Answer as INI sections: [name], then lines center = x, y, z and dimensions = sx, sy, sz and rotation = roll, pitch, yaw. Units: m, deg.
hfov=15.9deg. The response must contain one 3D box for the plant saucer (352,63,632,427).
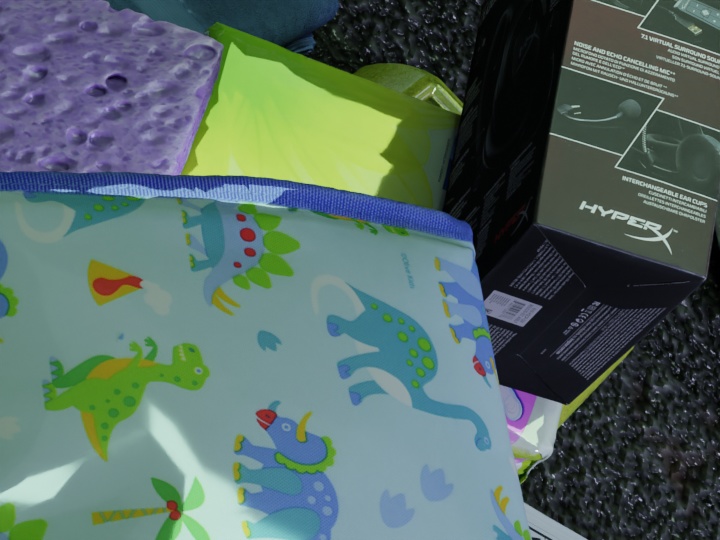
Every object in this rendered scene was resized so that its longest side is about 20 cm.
[plant saucer]
center = 0.037, -0.007, 1.229
dimensions = 0.200, 0.048, 0.200
rotation = 46, 40, 3

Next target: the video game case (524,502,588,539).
[video game case]
center = 0.119, 0.213, 1.102
dimensions = 0.182, 0.022, 0.200
rotation = 31, 40, -30

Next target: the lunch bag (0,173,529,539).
[lunch bag]
center = -0.059, 0.065, 0.758
dimensions = 0.200, 0.127, 0.170
rotation = 12, 52, -36

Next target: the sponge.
[sponge]
center = -0.137, -0.025, 1.043
dimensions = 0.111, 0.030, 0.200
rotation = 17, 61, 1

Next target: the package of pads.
[package of pads]
center = 0.000, 0.000, 1.122
dimensions = 0.200, 0.068, 0.155
rotation = 20, 64, -9

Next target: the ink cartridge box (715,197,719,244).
[ink cartridge box]
center = 0.293, -0.002, 1.409
dimensions = 0.200, 0.067, 0.116
rotation = 16, 47, -30

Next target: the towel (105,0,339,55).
[towel]
center = -0.108, -0.121, 1.207
dimensions = 0.112, 0.049, 0.200
rotation = 49, 41, 13

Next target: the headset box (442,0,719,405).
[headset box]
center = 0.093, -0.067, 1.058
dimensions = 0.077, 0.149, 0.200
rotation = 18, 63, -10
